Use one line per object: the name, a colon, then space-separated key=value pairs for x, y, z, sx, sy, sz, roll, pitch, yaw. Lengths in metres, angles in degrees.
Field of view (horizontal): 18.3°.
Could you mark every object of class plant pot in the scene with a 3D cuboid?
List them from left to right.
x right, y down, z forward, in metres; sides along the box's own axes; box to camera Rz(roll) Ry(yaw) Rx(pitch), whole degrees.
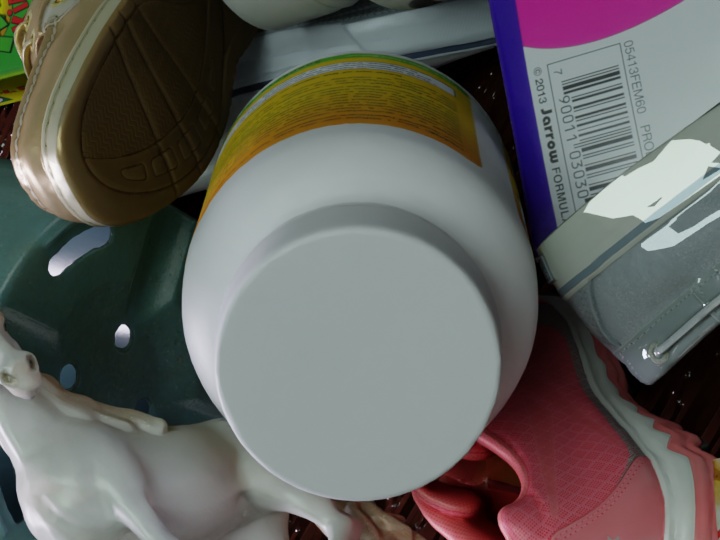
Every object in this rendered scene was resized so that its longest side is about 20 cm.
plant pot: x=-0.161 y=0.035 z=0.841 sx=0.196 sy=0.200 sz=0.201 roll=6 pitch=87 yaw=35

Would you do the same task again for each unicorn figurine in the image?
unicorn figurine: x=-0.066 y=0.072 z=0.717 sx=0.074 sy=0.200 sz=0.138 roll=-43 pitch=57 yaw=15

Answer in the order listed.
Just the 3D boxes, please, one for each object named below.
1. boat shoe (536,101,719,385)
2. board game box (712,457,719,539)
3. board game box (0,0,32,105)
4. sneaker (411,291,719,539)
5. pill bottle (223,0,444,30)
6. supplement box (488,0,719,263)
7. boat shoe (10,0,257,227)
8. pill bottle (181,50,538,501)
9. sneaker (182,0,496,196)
boat shoe: x=0.149 y=-0.036 z=0.673 sx=0.201 sy=0.070 sz=0.072 roll=-36 pitch=88 yaw=19
board game box: x=0.186 y=0.156 z=0.693 sx=0.046 sy=0.151 sz=0.201 roll=-14 pitch=77 yaw=60
board game box: x=-0.147 y=-0.176 z=0.944 sx=0.101 sy=0.048 sz=0.201 roll=-11 pitch=83 yaw=21
sneaker: x=0.050 y=0.054 z=0.763 sx=0.200 sy=0.086 sz=0.074 roll=-133 pitch=51 yaw=-63
pill bottle: x=0.040 y=-0.156 z=0.767 sx=0.199 sy=0.114 sz=0.114 roll=-15 pitch=78 yaw=25
supplement box: x=0.159 y=-0.068 z=0.757 sx=0.199 sy=0.103 sz=0.102 roll=-14 pitch=78 yaw=26
boat shoe: x=-0.087 y=-0.079 z=0.802 sx=0.069 sy=0.200 sz=0.074 roll=-9 pitch=122 yaw=23
pill bottle: x=0.000 y=0.000 z=0.721 sx=0.111 sy=0.200 sz=0.111 roll=0 pitch=106 yaw=1
sneaker: x=-0.020 y=-0.072 z=0.875 sx=0.199 sy=0.073 sz=0.071 roll=-14 pitch=118 yaw=14
